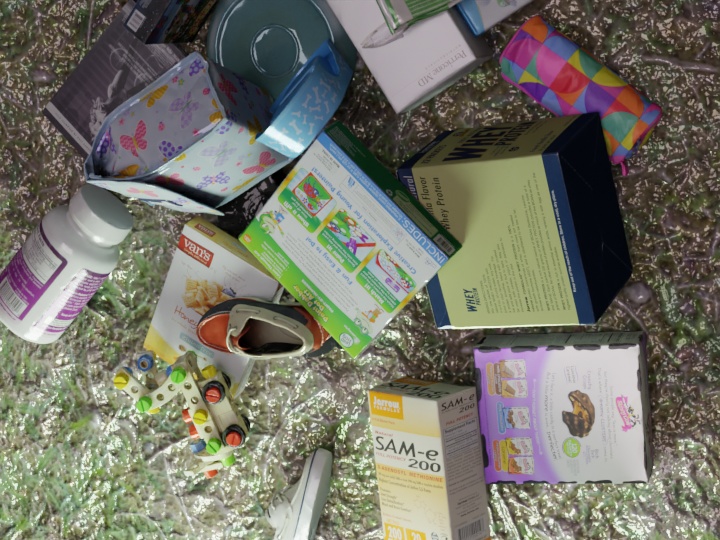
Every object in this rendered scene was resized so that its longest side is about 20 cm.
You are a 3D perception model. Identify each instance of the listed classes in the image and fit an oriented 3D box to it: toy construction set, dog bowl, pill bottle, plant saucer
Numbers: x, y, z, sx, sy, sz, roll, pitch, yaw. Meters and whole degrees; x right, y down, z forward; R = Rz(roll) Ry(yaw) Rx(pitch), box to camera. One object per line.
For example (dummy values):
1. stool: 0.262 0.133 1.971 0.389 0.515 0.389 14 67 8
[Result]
1. toy construction set: -0.215 0.186 1.779 0.130 0.092 0.201 -21 118 12
2. dog bowl: -0.060 -0.194 1.609 0.049 0.201 0.112 38 114 -12
3. pill bottle: -0.382 -0.011 1.812 0.112 0.112 0.200 44 109 5
4. plant saucer: -0.102 -0.269 1.720 0.197 0.027 0.203 3 101 16

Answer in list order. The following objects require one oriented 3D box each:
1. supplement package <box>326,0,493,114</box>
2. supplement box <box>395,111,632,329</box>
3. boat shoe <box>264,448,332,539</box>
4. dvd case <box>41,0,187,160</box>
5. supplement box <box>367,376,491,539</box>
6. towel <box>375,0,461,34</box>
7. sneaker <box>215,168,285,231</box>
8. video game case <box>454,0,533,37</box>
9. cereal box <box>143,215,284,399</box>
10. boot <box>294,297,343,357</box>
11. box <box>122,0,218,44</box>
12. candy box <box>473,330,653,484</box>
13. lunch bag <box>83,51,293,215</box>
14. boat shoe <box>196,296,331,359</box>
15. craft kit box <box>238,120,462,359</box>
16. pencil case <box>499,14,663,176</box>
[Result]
1. supplement package: 0.047 -0.298 1.618 0.116 0.117 0.201 -33 90 17
2. supplement box: 0.175 -0.053 1.576 0.198 0.134 0.202 -4 112 32
3. boat shoe: -0.089 0.314 1.808 0.069 0.071 0.202 19 112 10
4. dvd case: -0.300 -0.221 1.794 0.149 0.016 0.200 46 110 6
5. supplement box: 0.083 0.239 1.708 0.125 0.073 0.203 3 103 48
6. towel: 0.089 -0.366 1.543 0.198 0.023 0.154 -27 89 -10
7. sneaker: -0.132 -0.068 1.753 0.103 0.060 0.202 -24 88 20
8. video game case: 0.175 -0.376 1.580 0.199 0.018 0.144 -33 90 0
9. cereal box: -0.184 0.050 1.776 0.143 0.040 0.202 30 122 11
10. boot: -0.001 0.000 1.709 0.163 0.066 0.202 -6 116 -20
11. box: -0.189 -0.362 1.670 0.038 0.136 0.201 39 109 8
12. candy box: 0.243 0.163 1.670 0.197 0.071 0.170 -2 100 18
13. lunch bag: -0.204 -0.140 1.661 0.199 0.169 0.128 -29 67 18
14. boat shoe: -0.125 0.075 1.692 0.198 0.062 0.072 -2 113 34
15. craft kit box: -0.015 -0.031 1.588 0.200 0.048 0.198 46 125 3
16. pencil case: 0.248 -0.202 1.593 0.200 0.088 0.089 40 109 9
